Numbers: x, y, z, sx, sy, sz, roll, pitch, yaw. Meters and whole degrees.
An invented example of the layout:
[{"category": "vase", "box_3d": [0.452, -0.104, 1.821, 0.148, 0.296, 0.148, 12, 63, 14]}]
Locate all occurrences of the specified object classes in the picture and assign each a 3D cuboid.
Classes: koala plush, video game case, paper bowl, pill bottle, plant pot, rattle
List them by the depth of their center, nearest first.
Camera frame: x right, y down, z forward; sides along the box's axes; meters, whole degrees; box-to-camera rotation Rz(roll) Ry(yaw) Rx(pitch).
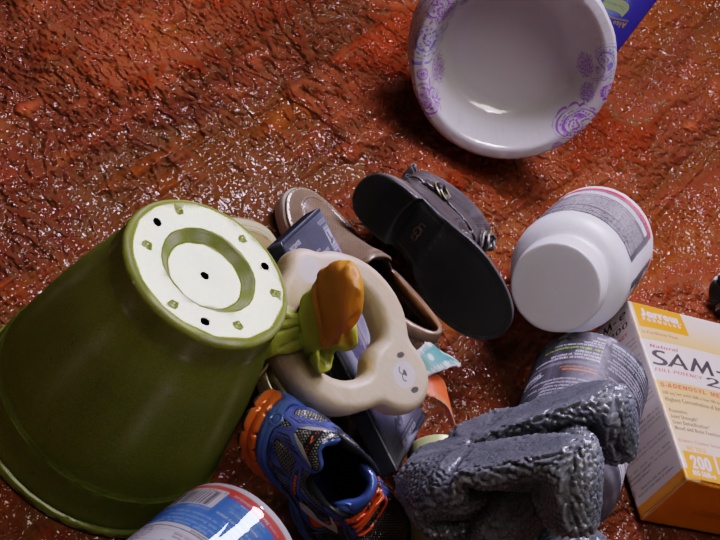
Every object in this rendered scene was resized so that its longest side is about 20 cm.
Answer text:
[{"category": "pill bottle", "box_3d": [-0.136, 0.235, 1.328, 0.112, 0.112, 0.200, 45, 39, 7]}, {"category": "plant pot", "box_3d": [-0.152, 0.055, 1.424, 0.200, 0.193, 0.201, 23, 41, -21]}, {"category": "rattle", "box_3d": [0.033, 0.050, 1.476, 0.200, 0.143, 0.131, 32, 43, -22]}, {"category": "koala plush", "box_3d": [0.137, 0.213, 1.506, 0.201, 0.183, 0.177, 69, 24, -11]}, {"category": "video game case", "box_3d": [-0.009, 0.054, 1.588, 0.201, 0.019, 0.143, 62, 15, -6]}, {"category": "pill bottle", "box_3d": [0.176, 0.149, 1.675, 0.106, 0.106, 0.200, 35, 38, -6]}, {"category": "pill bottle", "box_3d": [0.198, -0.006, 1.802, 0.111, 0.111, 0.200, 43, 21, 4]}, {"category": "paper bowl", "box_3d": [0.145, -0.219, 1.933, 0.200, 0.201, 0.104, 28, 21, -14]}]

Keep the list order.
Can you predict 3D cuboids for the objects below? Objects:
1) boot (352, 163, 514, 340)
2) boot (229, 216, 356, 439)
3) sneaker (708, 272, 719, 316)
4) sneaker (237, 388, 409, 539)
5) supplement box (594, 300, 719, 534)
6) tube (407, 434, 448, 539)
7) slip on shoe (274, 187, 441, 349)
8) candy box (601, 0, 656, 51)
[{"category": "boot", "box_3d": [0.088, -0.026, 1.779, 0.200, 0.069, 0.174, 50, 18, 13]}, {"category": "boot", "box_3d": [-0.072, 0.054, 1.543, 0.200, 0.073, 0.156, 47, 20, -60]}, {"category": "sneaker", "box_3d": [0.454, 0.048, 2.029, 0.200, 0.078, 0.090, 39, 35, -1]}, {"category": "sneaker", "box_3d": [-0.016, 0.165, 1.470, 0.078, 0.075, 0.200, 20, -18, 41]}, {"category": "supplement box", "box_3d": [0.297, 0.136, 1.814, 0.126, 0.074, 0.201, 13, 45, -31]}, {"category": "tube", "box_3d": [0.069, 0.225, 1.561, 0.058, 0.052, 0.201, -6, 52, 5]}, {"category": "slip on shoe", "box_3d": [0.000, 0.000, 1.710, 0.076, 0.061, 0.200, -9, 59, -44]}, {"category": "candy box", "box_3d": [0.187, -0.272, 2.017, 0.169, 0.200, 0.077, 26, 31, -18]}]
